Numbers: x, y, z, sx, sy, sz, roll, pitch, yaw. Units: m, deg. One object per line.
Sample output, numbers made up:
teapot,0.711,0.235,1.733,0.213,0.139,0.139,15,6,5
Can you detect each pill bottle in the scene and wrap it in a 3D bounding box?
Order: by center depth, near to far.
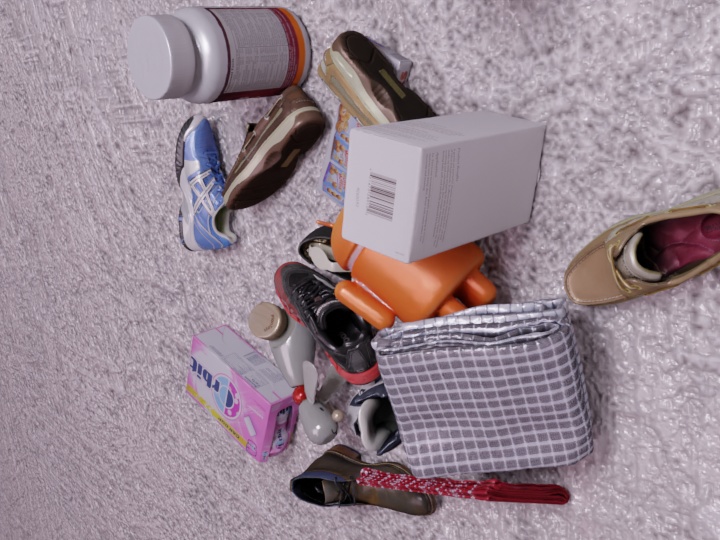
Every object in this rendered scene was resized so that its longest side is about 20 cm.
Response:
pill bottle,-0.165,-0.256,0.919,0.109,0.200,0.110,17,116,41

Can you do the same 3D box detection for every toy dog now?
toy dog,-0.061,0.117,1.025,0.096,0.132,0.200,-32,87,14

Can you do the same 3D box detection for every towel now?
towel,0.120,0.121,0.771,0.200,0.086,0.166,-10,121,18
towel,0.112,0.240,0.866,0.200,0.144,0.023,-10,69,46

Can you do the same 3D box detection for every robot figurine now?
robot figurine,0.052,-0.016,0.835,0.200,0.117,0.144,41,115,11

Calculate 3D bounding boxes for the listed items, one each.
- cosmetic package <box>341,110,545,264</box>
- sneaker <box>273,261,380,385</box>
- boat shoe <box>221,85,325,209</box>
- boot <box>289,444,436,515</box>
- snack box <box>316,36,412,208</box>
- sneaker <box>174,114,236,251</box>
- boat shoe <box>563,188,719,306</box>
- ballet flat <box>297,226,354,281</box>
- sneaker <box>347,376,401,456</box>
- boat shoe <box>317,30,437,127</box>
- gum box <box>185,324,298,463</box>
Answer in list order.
cosmetic package,0.083,-0.085,0.730,0.085,0.200,0.108,22,117,37
sneaker,-0.044,0.047,0.950,0.200,0.071,0.098,48,166,30
boat shoe,-0.121,-0.160,1.010,0.202,0.075,0.075,-40,68,35
boot,-0.001,0.294,1.020,0.200,0.097,0.075,7,109,44
snack box,0.001,-0.165,0.912,0.072,0.024,0.200,37,127,28
sneaker,-0.218,-0.125,1.125,0.077,0.076,0.200,5,109,21
boat shoe,0.252,-0.016,0.681,0.200,0.066,0.074,-35,79,46
ballet flat,0.000,0.000,0.938,0.200,0.068,0.068,22,117,38
sneaker,0.018,0.173,0.935,0.199,0.129,0.080,-21,87,46
boat shoe,0.028,-0.160,0.842,0.200,0.072,0.076,54,136,2
gum box,-0.178,0.187,1.183,0.200,0.066,0.114,34,125,32
